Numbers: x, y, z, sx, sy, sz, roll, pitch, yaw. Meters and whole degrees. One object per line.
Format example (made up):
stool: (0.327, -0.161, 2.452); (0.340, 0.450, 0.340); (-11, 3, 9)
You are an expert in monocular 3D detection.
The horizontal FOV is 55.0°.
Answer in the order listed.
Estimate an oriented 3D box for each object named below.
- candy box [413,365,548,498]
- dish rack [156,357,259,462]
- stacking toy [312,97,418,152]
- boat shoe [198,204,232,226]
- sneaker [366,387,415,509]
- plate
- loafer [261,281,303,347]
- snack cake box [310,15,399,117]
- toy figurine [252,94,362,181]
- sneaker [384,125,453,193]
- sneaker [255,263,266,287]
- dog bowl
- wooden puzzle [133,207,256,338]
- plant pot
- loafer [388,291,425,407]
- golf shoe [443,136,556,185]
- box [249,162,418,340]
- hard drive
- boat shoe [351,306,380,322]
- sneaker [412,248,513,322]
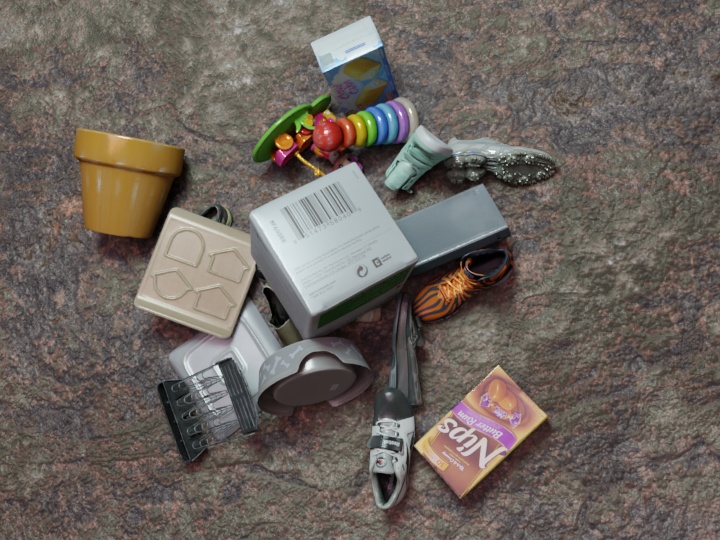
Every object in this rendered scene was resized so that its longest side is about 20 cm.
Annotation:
candy box: (0.202, 0.270, 1.163); (0.200, 0.056, 0.117); (-44, 74, 1)
dish rack: (-0.265, 0.241, 1.217); (0.200, 0.054, 0.154); (-26, 84, 38)
stacking toy: (0.005, -0.258, 1.253); (0.200, 0.085, 0.086); (-17, 72, -29)
boat shoe: (-0.326, -0.045, 1.334); (0.072, 0.066, 0.201); (34, 87, 16)
sneaker: (0.050, 0.298, 1.149); (0.074, 0.088, 0.201); (-2, 91, 14)
plate: (-0.241, 0.180, 1.287); (0.200, 0.032, 0.200); (-37, 74, 3)
loafer: (-0.131, 0.099, 1.231); (0.075, 0.070, 0.201); (-12, 100, 40)
snack cake box: (-0.006, -0.363, 1.265); (0.115, 0.200, 0.067); (-23, 75, 6)
toy figurine: (-0.069, -0.208, 1.305); (0.200, 0.150, 0.184); (-42, 86, -24)
sneaker: (0.096, -0.185, 1.217); (0.074, 0.200, 0.118); (39, 96, -2)
sneaker: (-0.118, -0.043, 1.278); (0.200, 0.087, 0.074); (-43, 70, 0)
dog bowl: (-0.081, 0.179, 1.174); (0.200, 0.200, 0.059); (-21, 60, 7)
wooden puzzle: (-0.295, 0.006, 1.282); (0.185, 0.046, 0.201); (21, 79, -6)
plant pot: (-0.453, -0.163, 1.333); (0.200, 0.200, 0.184); (12, 96, 14)
loafer: (0.087, 0.139, 1.203); (0.063, 0.072, 0.201); (5, 93, 12)
golf shoe: (0.250, -0.211, 1.248); (0.199, 0.078, 0.097); (3, 50, -2)
box: (-0.050, -0.024, 1.130); (0.199, 0.171, 0.200); (-28, 76, -17)
hard drive: (0.148, -0.069, 1.223); (0.200, 0.033, 0.140); (-24, 39, 6)
boat shoe: (0.000, 0.000, 1.262); (0.065, 0.072, 0.201); (5, 63, -24)
sneaker: (0.170, 0.016, 1.193); (0.200, 0.112, 0.078); (-34, 73, 4)
